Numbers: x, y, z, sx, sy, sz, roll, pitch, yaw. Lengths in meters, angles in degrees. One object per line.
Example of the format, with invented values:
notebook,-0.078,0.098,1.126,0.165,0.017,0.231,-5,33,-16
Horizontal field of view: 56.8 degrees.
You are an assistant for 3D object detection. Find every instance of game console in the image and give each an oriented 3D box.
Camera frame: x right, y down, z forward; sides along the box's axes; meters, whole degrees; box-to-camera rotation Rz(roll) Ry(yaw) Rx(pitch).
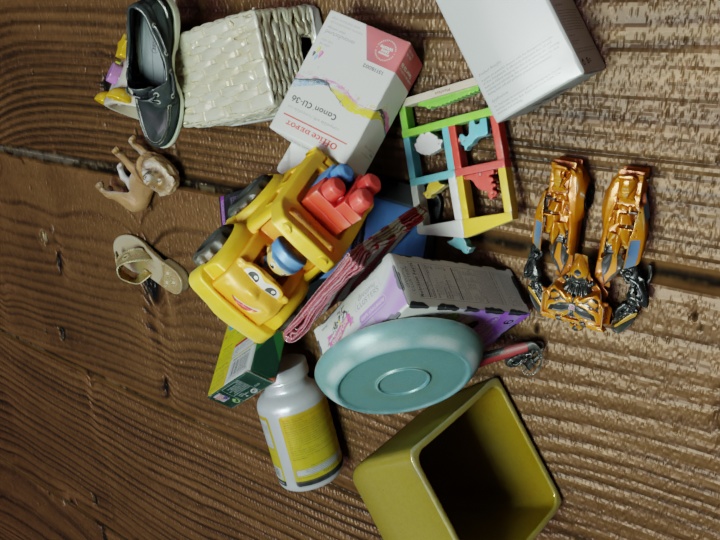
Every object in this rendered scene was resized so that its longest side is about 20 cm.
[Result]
game console,-0.005,-0.025,0.895,0.116,0.176,0.200,44,134,51

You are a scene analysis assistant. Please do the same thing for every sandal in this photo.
sandal,-0.415,-0.007,1.232,0.211,0.070,0.078,24,121,28

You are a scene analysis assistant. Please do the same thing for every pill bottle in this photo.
pill bottle,-0.102,0.242,1.072,0.112,0.112,0.200,-4,105,38

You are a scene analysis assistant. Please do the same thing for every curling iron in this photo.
curling iron,0.135,0.126,0.837,0.200,0.026,0.050,-14,119,3

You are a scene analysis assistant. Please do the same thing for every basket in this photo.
basket,-0.154,-0.268,0.898,0.200,0.123,0.136,-1,106,38

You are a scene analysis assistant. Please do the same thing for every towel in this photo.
towel,0.000,0.000,0.778,0.023,0.200,0.144,45,125,5

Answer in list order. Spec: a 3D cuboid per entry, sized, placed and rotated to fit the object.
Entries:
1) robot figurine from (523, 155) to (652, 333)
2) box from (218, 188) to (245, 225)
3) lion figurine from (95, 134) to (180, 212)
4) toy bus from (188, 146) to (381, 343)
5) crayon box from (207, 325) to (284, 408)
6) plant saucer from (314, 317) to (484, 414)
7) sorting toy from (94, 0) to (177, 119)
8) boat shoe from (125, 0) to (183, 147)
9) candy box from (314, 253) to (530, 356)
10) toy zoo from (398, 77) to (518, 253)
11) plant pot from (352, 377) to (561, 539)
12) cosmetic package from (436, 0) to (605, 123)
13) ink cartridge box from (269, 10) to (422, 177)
robot figurine,0.249,-0.020,0.739,0.145,0.058,0.200,15,116,33
box,-0.165,-0.047,0.981,0.200,0.036,0.143,1,97,64
lion figurine,-0.384,-0.151,1.163,0.123,0.072,0.200,47,144,-4
toy bus,-0.067,-0.040,0.740,0.136,0.200,0.192,45,137,-19
crayon box,-0.168,0.102,1.051,0.051,0.200,0.127,30,137,-26
plant saucer,0.047,0.120,0.770,0.200,0.200,0.027,-46,40,39
sorting toy,-0.317,-0.325,0.996,0.200,0.107,0.180,16,93,57
boat shoe,-0.275,-0.252,0.866,0.074,0.066,0.200,22,119,13
candy box,0.073,0.063,0.808,0.168,0.200,0.072,-46,51,40
toy zoo,0.117,-0.120,0.800,0.131,0.020,0.200,-7,94,37
plant pot,0.106,0.287,0.894,0.200,0.195,0.195,-27,91,49
cosmetic package,0.155,-0.270,0.692,0.108,0.085,0.200,-24,92,40
ink cartridge box,-0.026,-0.194,0.808,0.116,0.067,0.200,29,93,19
